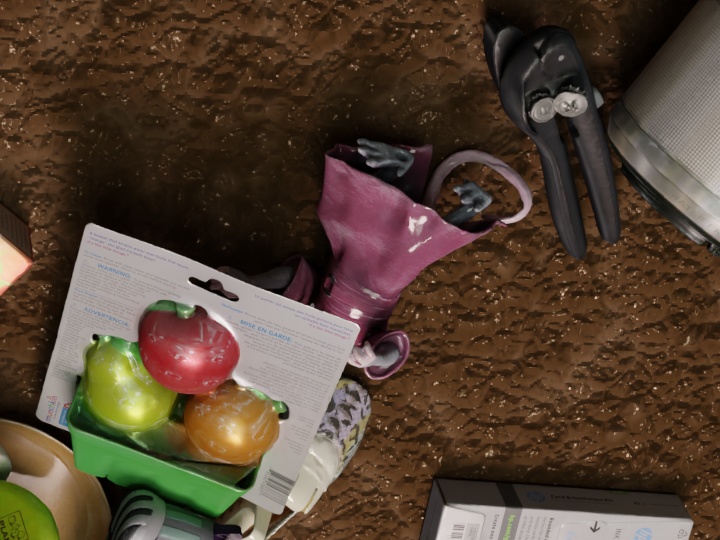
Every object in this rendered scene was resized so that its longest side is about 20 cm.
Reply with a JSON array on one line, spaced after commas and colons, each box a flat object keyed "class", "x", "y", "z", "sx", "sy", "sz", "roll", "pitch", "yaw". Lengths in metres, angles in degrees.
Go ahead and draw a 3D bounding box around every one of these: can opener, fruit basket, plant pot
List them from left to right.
[{"class": "plant pot", "x": -0.274, "y": 0.183, "z": 1.365, "sx": 0.198, "sy": 0.028, "sz": 0.202, "roll": -5, "pitch": 118, "yaw": -9}, {"class": "fruit basket", "x": -0.110, "y": 0.064, "z": 1.268, "sx": 0.184, "sy": 0.094, "sz": 0.201, "roll": 20, "pitch": 128, "yaw": -2}, {"class": "can opener", "x": 0.139, "y": -0.086, "z": 1.291, "sx": 0.063, "sy": 0.079, "sz": 0.201, "roll": -23, "pitch": 130, "yaw": 7}]

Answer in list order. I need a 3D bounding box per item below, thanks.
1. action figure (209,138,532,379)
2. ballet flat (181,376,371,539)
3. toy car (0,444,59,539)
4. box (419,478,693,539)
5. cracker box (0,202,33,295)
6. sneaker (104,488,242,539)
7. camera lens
[{"class": "action figure", "x": 0.000, "y": 0.000, "z": 1.308, "sx": 0.148, "sy": 0.134, "sz": 0.201, "roll": -22, "pitch": 147, "yaw": -49}, {"class": "ballet flat", "x": -0.064, "y": 0.160, "z": 1.373, "sx": 0.200, "sy": 0.072, "sz": 0.072, "roll": -42, "pitch": 117, "yaw": 10}, {"class": "toy car", "x": -0.283, "y": 0.216, "z": 1.292, "sx": 0.199, "sy": 0.176, "sz": 0.150, "roll": -26, "pitch": 154, "yaw": 2}, {"class": "box", "x": 0.138, "y": 0.238, "z": 1.470, "sx": 0.198, "sy": 0.041, "sz": 0.157, "roll": 5, "pitch": 116, "yaw": -13}, {"class": "cracker box", "x": -0.324, "y": -0.032, "z": 1.227, "sx": 0.134, "sy": 0.058, "sz": 0.200, "roll": -42, "pitch": 118, "yaw": 10}, {"class": "sneaker", "x": -0.150, "y": 0.236, "z": 1.339, "sx": 0.087, "sy": 0.075, "sz": 0.201, "roll": 16, "pitch": 132, "yaw": -15}, {"class": "camera lens", "x": 0.269, "y": -0.111, "z": 1.251, "sx": 0.159, "sy": 0.160, "sz": 0.201, "roll": 31, "pitch": 107, "yaw": -24}]
